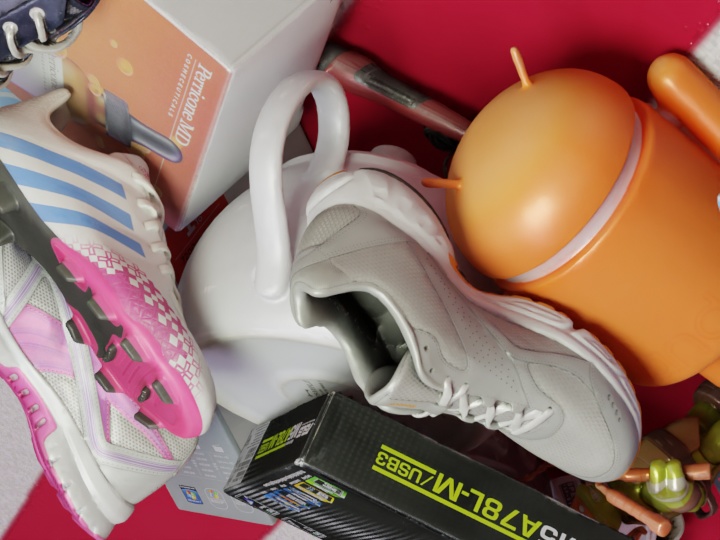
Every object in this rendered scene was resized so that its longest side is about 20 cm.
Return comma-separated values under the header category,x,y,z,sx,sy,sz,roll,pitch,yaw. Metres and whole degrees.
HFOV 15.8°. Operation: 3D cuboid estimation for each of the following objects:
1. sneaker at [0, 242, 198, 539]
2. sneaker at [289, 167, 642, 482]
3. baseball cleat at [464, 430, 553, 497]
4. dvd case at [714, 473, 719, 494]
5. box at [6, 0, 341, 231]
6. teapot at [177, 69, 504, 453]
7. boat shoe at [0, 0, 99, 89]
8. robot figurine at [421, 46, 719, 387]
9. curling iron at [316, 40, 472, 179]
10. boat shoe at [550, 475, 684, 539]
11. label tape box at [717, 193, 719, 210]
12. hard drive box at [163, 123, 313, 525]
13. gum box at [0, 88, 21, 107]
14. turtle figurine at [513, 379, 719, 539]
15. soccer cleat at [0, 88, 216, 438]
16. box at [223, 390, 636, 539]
category,x,y,z,sx,sy,sz,roll,pitch,yaw
sneaker,-0.151,0.036,1.359,0.201,0.088,0.081,63,169,-6
sneaker,0.043,0.047,1.205,0.200,0.092,0.076,38,133,-11
baseball cleat,0.036,0.127,1.504,0.106,0.070,0.200,-28,150,26
dvd case,0.287,0.166,1.445,0.146,0.022,0.200,-2,132,43
box,-0.121,-0.149,1.332,0.200,0.106,0.152,40,146,11
teapot,0.000,0.000,1.349,0.197,0.147,0.200,21,158,-17
boat shoe,-0.177,-0.113,1.230,0.092,0.075,0.201,20,108,21
robot figurine,0.125,-0.022,1.264,0.200,0.117,0.144,35,131,-24
curling iron,-0.010,-0.100,1.385,0.199,0.026,0.050,29,148,12
boat shoe,0.156,0.160,1.508,0.070,0.071,0.200,-18,152,2
label tape box,0.268,0.023,1.148,0.200,0.066,0.144,13,135,43
hard drive box,-0.075,0.018,1.469,0.077,0.156,0.200,6,136,37
gum box,-0.226,-0.096,1.423,0.170,0.200,0.045,45,156,-13
turtle figurine,0.167,0.095,1.320,0.065,0.161,0.200,57,169,-8
soccer cleat,-0.120,-0.010,1.290,0.200,0.086,0.070,50,152,13
box,0.040,0.129,1.315,0.193,0.048,0.200,29,166,-8
